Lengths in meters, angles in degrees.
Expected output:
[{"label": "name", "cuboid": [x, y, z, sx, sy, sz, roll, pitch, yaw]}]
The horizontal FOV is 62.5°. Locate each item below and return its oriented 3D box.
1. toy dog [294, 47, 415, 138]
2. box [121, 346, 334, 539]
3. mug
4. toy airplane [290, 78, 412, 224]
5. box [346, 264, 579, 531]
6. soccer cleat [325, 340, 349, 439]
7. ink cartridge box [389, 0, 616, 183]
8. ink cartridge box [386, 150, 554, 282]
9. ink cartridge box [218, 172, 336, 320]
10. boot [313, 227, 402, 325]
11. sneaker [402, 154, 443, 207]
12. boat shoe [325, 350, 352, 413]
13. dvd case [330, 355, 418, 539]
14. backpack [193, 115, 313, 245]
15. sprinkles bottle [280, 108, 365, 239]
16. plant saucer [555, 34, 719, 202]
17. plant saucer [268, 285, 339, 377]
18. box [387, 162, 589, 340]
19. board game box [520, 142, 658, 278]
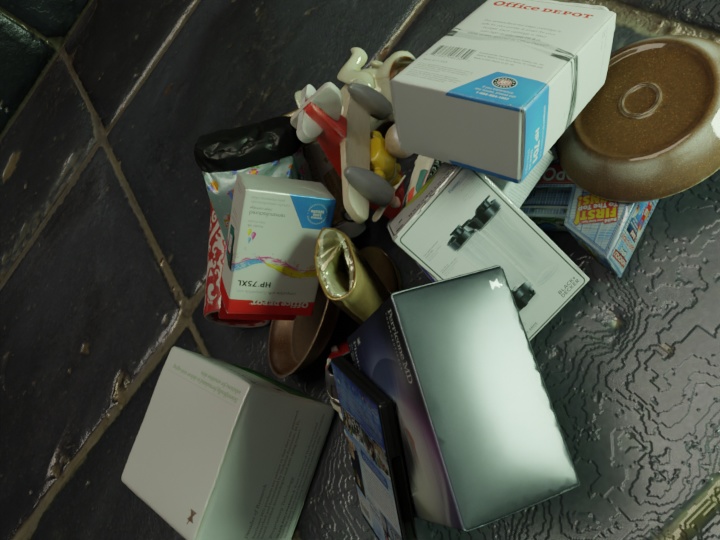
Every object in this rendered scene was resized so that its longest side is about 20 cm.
[{"label": "toy dog", "cuboid": [0.023, -0.250, 0.906, 0.198, 0.139, 0.196, -30, 61, 24]}, {"label": "box", "cuboid": [-0.181, 0.239, 0.815, 0.197, 0.170, 0.203, 13, 80, 42]}, {"label": "mug", "cuboid": [-0.188, -0.023, 0.964, 0.177, 0.131, 0.203, 138, 138, -64]}, {"label": "toy airplane", "cuboid": [0.004, -0.163, 0.765, 0.139, 0.199, 0.203, -15, 92, 21]}, {"label": "box", "cuboid": [0.082, 0.127, 0.587, 0.199, 0.121, 0.203, 127, 128, -67]}, {"label": "soccer cleat", "cuboid": [-0.003, 0.172, 0.777, 0.067, 0.086, 0.201, -13, 34, -6]}, {"label": "ink cartridge box", "cuboid": [0.147, -0.194, 0.606, 0.145, 0.087, 0.200, 24, 54, 33]}, {"label": "ink cartridge box", "cuboid": [0.130, -0.097, 0.768, 0.202, 0.043, 0.197, -57, 28, 14]}, {"label": "ink cartridge box", "cuboid": [-0.110, -0.011, 0.751, 0.067, 0.114, 0.203, -129, 47, -57]}, {"label": "boot", "cuboid": [0.000, 0.000, 0.759, 0.065, 0.200, 0.177, -28, 56, 10]}, {"label": "sneaker", "cuboid": [0.106, -0.158, 0.742, 0.093, 0.070, 0.202, 13, 80, 65]}, {"label": "boat shoe", "cuboid": [0.048, 0.102, 0.716, 0.198, 0.063, 0.073, -25, 36, -8]}, {"label": "dvd case", "cuboid": [0.016, 0.202, 0.614, 0.142, 0.017, 0.203, -156, 54, -67]}, {"label": "backpack", "cuboid": [-0.135, -0.093, 0.820, 0.164, 0.203, 0.127, -7, 29, 11]}, {"label": "sprinkles bottle", "cuboid": [-0.057, -0.141, 0.884, 0.067, 0.203, 0.068, -20, 16, 6]}, {"label": "plant saucer", "cuboid": [0.298, -0.171, 0.626, 0.198, 0.036, 0.204, -18, 59, 32]}, {"label": "plant saucer", "cuboid": [-0.076, 0.059, 0.864, 0.200, 0.036, 0.203, -45, 34, 42]}, {"label": "box", "cuboid": [0.140, -0.021, 0.658, 0.117, 0.199, 0.060, -48, 15, 11]}, {"label": "board game box", "cuboid": [0.262, -0.100, 0.688, 0.198, 0.061, 0.203, 6, 73, 41]}]
